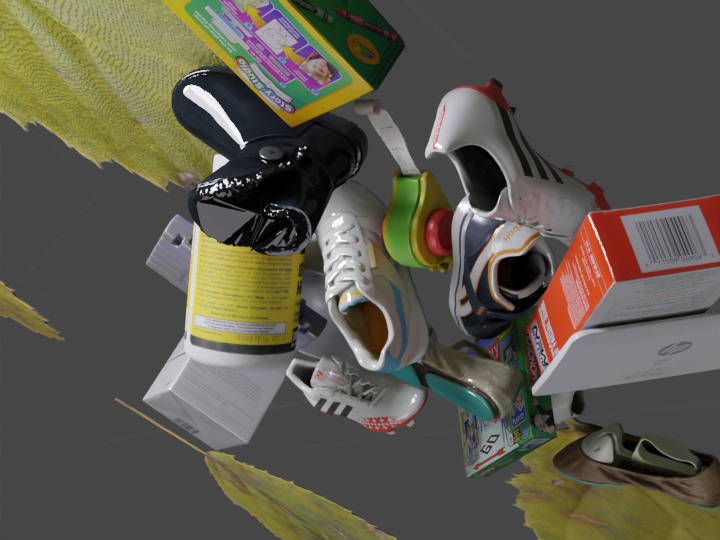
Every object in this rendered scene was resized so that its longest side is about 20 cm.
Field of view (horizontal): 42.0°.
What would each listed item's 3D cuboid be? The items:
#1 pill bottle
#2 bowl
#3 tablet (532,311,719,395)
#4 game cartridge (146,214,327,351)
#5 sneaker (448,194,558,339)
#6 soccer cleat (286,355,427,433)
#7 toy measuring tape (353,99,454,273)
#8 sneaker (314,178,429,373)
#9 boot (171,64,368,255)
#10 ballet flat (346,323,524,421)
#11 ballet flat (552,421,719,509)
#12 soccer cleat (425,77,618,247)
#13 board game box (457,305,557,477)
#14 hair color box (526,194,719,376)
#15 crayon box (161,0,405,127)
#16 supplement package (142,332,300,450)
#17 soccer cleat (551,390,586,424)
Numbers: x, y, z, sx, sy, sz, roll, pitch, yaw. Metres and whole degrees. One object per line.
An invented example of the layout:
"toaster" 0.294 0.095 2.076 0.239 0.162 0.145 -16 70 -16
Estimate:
"pill bottle" -0.111 -0.010 0.927 0.112 0.202 0.112 6 -173 -1
"bowl" -0.038 0.027 1.067 0.199 0.075 0.200 8 146 36
"tablet" 0.251 0.068 0.780 0.198 0.014 0.130 -8 153 -11
"game cartridge" -0.141 0.022 1.048 0.199 0.039 0.130 36 158 -10
"sneaker" 0.129 0.015 0.853 0.079 0.078 0.201 41 161 32
"soccer cleat" -0.007 0.131 1.045 0.085 0.069 0.199 40 157 -29
"toy measuring tape" 0.037 -0.060 0.842 0.073 0.074 0.200 6 145 39
"sneaker" 0.000 0.000 0.893 0.076 0.081 0.201 -29 82 29
"boot" -0.106 -0.098 0.801 0.199 0.168 0.077 22 126 10
"ballet flat" 0.076 0.090 0.947 0.199 0.062 0.068 25 150 33
"ballet flat" 0.310 0.210 1.053 0.199 0.068 0.073 10 127 35
"soccer cleat" 0.128 -0.060 0.731 0.200 0.085 0.068 42 151 -23
"board game box" 0.149 0.136 1.004 0.029 0.136 0.200 0 157 -13
"hair color box" 0.214 0.021 0.757 0.110 0.064 0.200 -8 152 -9
"crayon box" -0.076 -0.207 0.714 0.200 0.058 0.118 43 151 -24
"supplement package" -0.160 0.107 1.185 0.121 0.201 0.120 38 152 -15
"soccer cleat" 0.206 0.148 1.040 0.077 0.070 0.200 23 150 8
